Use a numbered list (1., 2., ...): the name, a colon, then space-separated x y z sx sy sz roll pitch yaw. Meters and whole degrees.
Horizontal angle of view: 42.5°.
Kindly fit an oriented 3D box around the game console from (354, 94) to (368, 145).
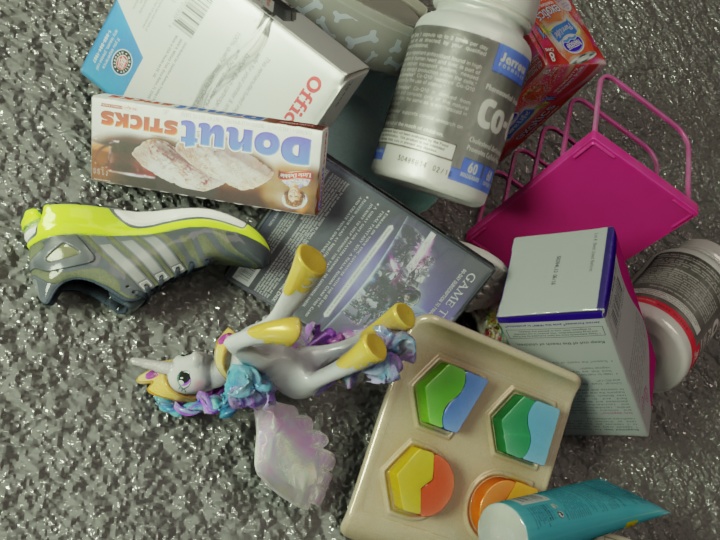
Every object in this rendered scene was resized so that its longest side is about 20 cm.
1. game console: -0.066 -0.192 0.950 0.176 0.031 0.201 22 55 -23

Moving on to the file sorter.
1. file sorter: 0.235 -0.089 0.989 0.139 0.200 0.126 31 49 -16

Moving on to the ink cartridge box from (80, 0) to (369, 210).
1. ink cartridge box: -0.116 -0.174 0.801 0.200 0.145 0.084 38 23 2

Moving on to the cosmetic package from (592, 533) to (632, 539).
1. cosmetic package: 0.218 0.344 0.811 0.103 0.087 0.201 24 53 -23

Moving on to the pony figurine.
1. pony figurine: -0.055 0.078 0.729 0.193 0.200 0.167 31 43 -36

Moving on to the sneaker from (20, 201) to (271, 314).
1. sneaker: -0.171 -0.005 0.749 0.199 0.074 0.081 0 75 -16

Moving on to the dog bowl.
1. dog bowl: -0.009 -0.268 0.947 0.199 0.059 0.200 24 25 -12

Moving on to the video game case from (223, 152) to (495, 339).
1. video game case: 0.000 0.000 0.826 0.200 0.143 0.019 32 18 -17

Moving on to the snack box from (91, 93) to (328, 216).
1. snack box: -0.127 -0.097 0.766 0.199 0.072 0.024 10 19 10

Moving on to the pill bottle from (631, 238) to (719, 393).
1. pill bottle: 0.354 0.042 1.054 0.111 0.111 0.200 52 49 1

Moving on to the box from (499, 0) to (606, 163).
1. box: 0.146 -0.194 0.982 0.099 0.200 0.096 -11 69 -38

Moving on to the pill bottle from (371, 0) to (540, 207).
1. pill bottle: 0.091 -0.169 0.854 0.113 0.114 0.201 16 94 -26

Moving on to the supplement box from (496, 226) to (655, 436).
1. supplement box: 0.215 0.066 0.895 0.200 0.103 0.101 58 38 -39

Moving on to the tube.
1. tube: 0.184 0.209 0.799 0.199 0.077 0.051 0 110 -42

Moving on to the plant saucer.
1. plant saucer: 0.000 -0.136 0.931 0.200 0.039 0.202 21 54 -32

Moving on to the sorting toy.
1. sorting toy: 0.095 0.159 0.802 0.185 0.036 0.201 23 84 -23

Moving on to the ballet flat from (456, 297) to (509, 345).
1. ballet flat: 0.121 0.091 0.910 0.064 0.076 0.201 -5 59 -2

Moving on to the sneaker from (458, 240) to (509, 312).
1. sneaker: 0.048 -0.016 0.883 0.199 0.077 0.081 12 33 -12
